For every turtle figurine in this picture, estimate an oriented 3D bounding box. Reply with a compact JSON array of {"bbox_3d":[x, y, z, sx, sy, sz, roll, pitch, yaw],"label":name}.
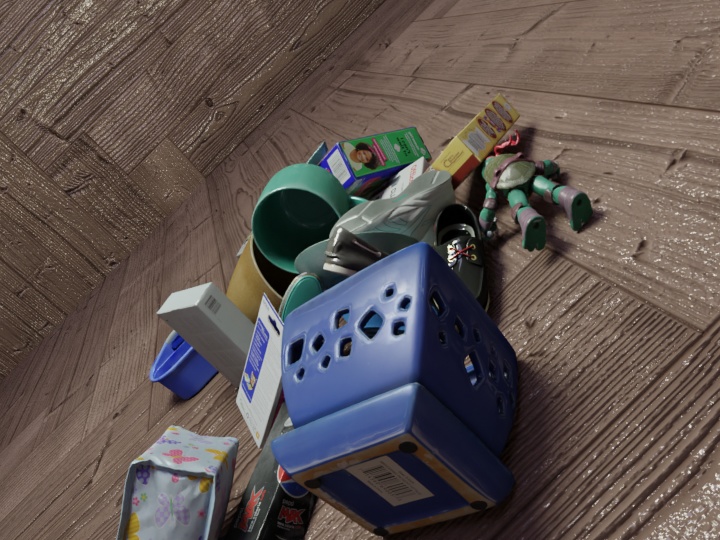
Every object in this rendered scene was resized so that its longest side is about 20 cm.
[{"bbox_3d":[0.210,-0.105,0.794,0.149,0.101,0.201,-41,32,7],"label":"turtle figurine"}]

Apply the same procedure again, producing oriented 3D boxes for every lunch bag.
[{"bbox_3d":[-0.218,0.313,0.711,0.170,0.123,0.207,145,138,-85],"label":"lunch bag"}]

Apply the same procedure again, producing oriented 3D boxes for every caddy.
[{"bbox_3d":[-0.341,0.156,1.201,0.200,0.105,0.141,-46,25,-5],"label":"caddy"}]

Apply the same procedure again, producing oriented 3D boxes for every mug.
[{"bbox_3d":[-0.076,-0.084,0.953,0.154,0.181,0.116,-58,13,32],"label":"mug"}]

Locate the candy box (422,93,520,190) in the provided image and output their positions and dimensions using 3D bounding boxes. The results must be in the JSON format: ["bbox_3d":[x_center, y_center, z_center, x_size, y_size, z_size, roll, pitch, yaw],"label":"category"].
[{"bbox_3d":[0.169,-0.189,0.927,0.117,0.056,0.200,-46,2,45],"label":"candy box"}]

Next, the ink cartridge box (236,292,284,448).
[{"bbox_3d":[-0.127,0.141,0.829,0.095,0.036,0.205,48,131,41],"label":"ink cartridge box"}]

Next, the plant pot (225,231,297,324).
[{"bbox_3d":[-0.161,0.047,1.049,0.200,0.184,0.189,-44,21,35],"label":"plant pot"}]

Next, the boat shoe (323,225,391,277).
[{"bbox_3d":[0.040,-0.009,0.781,0.066,0.196,0.059,15,92,53],"label":"boat shoe"}]

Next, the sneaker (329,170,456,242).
[{"bbox_3d":[0.050,-0.067,0.854,0.195,0.082,0.071,-23,31,3],"label":"sneaker"}]

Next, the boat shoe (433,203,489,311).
[{"bbox_3d":[0.127,-0.013,0.772,0.071,0.065,0.204,-5,37,8],"label":"boat shoe"}]

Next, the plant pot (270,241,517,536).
[{"bbox_3d":[0.036,0.131,0.583,0.197,0.200,0.183,-26,35,29],"label":"plant pot"}]

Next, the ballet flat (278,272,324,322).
[{"bbox_3d":[-0.093,0.103,0.870,0.071,0.070,0.208,14,100,61],"label":"ballet flat"}]

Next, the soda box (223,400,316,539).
[{"bbox_3d":[-0.090,0.255,0.731,0.070,0.063,0.203,-21,34,38],"label":"soda box"}]

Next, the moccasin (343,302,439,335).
[{"bbox_3d":[0.042,0.070,0.813,0.198,0.068,0.082,17,76,56],"label":"moccasin"}]

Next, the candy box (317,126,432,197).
[{"bbox_3d":[0.006,-0.174,1.079,0.197,0.079,0.168,-24,-8,-38],"label":"candy box"}]

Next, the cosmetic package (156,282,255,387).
[{"bbox_3d":[-0.225,0.114,0.982,0.148,0.201,0.052,-12,36,45],"label":"cosmetic package"}]

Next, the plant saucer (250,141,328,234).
[{"bbox_3d":[-0.122,-0.142,1.042,0.201,0.019,0.070,-50,12,11],"label":"plant saucer"}]

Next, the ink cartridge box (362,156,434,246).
[{"bbox_3d":[0.049,-0.078,0.998,0.197,0.084,0.146,-29,29,29],"label":"ink cartridge box"}]

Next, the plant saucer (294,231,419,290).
[{"bbox_3d":[0.000,0.000,0.880,0.198,0.198,0.040,-23,67,37],"label":"plant saucer"}]

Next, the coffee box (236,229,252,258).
[{"bbox_3d":[-0.170,-0.073,1.285,0.078,0.113,0.203,-21,34,37],"label":"coffee box"}]
